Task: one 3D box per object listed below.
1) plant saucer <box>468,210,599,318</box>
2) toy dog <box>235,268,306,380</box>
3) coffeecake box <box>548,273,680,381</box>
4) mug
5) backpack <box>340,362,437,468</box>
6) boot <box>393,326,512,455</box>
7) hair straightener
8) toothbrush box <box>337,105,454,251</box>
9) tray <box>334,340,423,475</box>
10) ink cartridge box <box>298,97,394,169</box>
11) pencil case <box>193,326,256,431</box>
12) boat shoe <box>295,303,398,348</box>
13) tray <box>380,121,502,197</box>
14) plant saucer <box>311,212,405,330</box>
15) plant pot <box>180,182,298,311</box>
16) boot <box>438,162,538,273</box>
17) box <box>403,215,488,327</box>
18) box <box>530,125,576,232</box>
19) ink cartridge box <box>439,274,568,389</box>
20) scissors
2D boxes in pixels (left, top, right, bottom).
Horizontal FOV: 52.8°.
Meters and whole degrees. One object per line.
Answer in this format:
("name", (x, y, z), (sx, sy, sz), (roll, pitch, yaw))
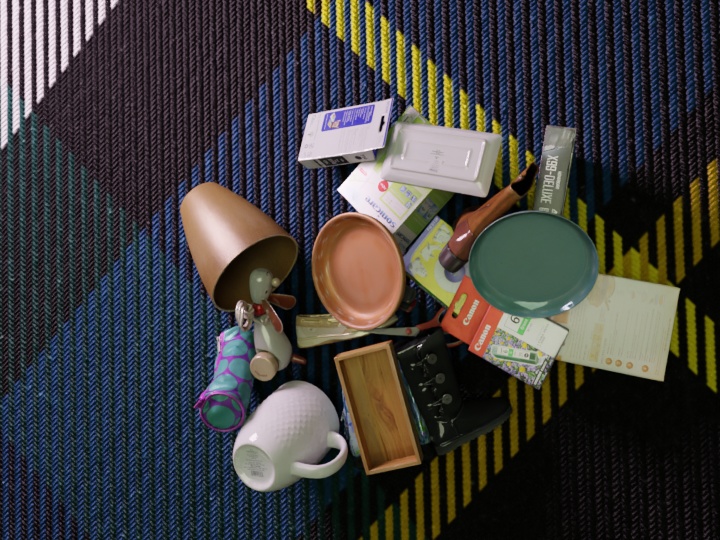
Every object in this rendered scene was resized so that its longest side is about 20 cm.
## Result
("plant saucer", (0.266, -0.012, 1.122), (0.195, 0.028, 0.203), (8, 128, 10))
("toy dog", (-0.147, 0.103, 1.294), (0.094, 0.133, 0.203), (1, 130, 10))
("coffeecake box", (0.420, 0.087, 1.231), (0.196, 0.073, 0.157), (11, 92, 12))
("mug", (-0.116, 0.303, 1.258), (0.196, 0.175, 0.151), (11, 112, 23))
("backpack", (0.038, 0.240, 1.284), (0.160, 0.154, 0.205), (-11, 73, 17))
("boot", (0.160, 0.189, 1.248), (0.162, 0.065, 0.203), (-25, 95, -17))
("hair straightener", (0.016, 0.004, 1.321), (0.198, 0.077, 0.041), (32, 66, 16))
("toothbrush box", (0.082, -0.161, 1.288), (0.200, 0.086, 0.146), (-48, 64, 8))
("tray", (0.031, 0.228, 1.204), (0.097, 0.037, 0.204), (-15, 94, 14))
("ink cartridge box", (-0.020, -0.243, 1.302), (0.197, 0.039, 0.102), (-1, 68, 38))
("pencil case", (-0.234, 0.191, 1.305), (0.091, 0.201, 0.086), (30, 116, -17))
("boat shoe", (-0.031, 0.090, 1.326), (0.196, 0.074, 0.071), (-14, 91, 12))
("tray", (0.130, -0.192, 1.214), (0.196, 0.022, 0.110), (13, 84, 25))
("plant saucer", (0.000, 0.000, 1.253), (0.197, 0.037, 0.205), (9, 105, 35))
("plant pot", (-0.244, -0.063, 1.336), (0.186, 0.186, 0.201), (-44, 67, 7))
("boot", (0.217, -0.109, 1.192), (0.068, 0.188, 0.201), (42, 129, 6))
("box", (0.176, 0.011, 1.292), (0.199, 0.048, 0.118), (39, 88, 9))
("box", (0.317, -0.136, 1.196), (0.049, 0.200, 0.162), (10, 89, 15))
("ink cartridge box", (0.236, 0.100, 1.215), (0.197, 0.050, 0.111), (29, 98, 14))
("scissors", (0.098, 0.115, 1.286), (0.196, 0.014, 0.075), (-13, 81, -18))
